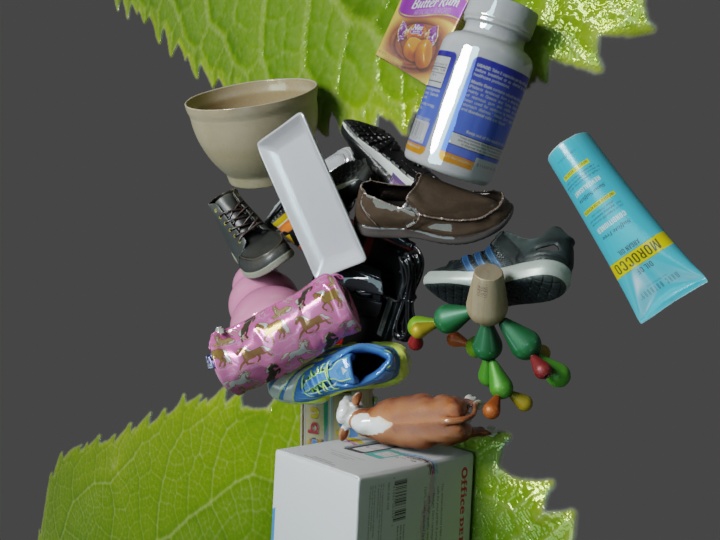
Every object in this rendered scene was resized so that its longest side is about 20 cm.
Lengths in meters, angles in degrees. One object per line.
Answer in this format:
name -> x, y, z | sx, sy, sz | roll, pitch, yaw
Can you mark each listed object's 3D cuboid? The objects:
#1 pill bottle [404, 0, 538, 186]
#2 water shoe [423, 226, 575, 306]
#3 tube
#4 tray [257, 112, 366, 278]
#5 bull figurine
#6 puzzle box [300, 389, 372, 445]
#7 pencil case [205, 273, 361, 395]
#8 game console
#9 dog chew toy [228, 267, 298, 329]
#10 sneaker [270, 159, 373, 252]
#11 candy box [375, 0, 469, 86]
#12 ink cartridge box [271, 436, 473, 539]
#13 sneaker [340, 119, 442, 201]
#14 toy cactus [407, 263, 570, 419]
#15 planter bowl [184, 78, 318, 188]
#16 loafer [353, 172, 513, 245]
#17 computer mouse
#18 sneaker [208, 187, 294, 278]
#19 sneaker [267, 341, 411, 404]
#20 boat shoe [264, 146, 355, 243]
pill bottle -> 0.134, -0.211, 0.805 | 0.112, 0.112, 0.201 | 31, 107, 41
water shoe -> 0.163, -0.002, 0.803 | 0.200, 0.071, 0.079 | -5, 53, 47
tube -> 0.267, -0.051, 0.711 | 0.077, 0.050, 0.201 | -46, 62, 40
tray -> -0.060, -0.093, 0.883 | 0.107, 0.022, 0.201 | -21, 94, 48
bull figurine -> 0.065, 0.180, 0.831 | 0.200, 0.121, 0.065 | -6, 82, 44
puzzle box -> -0.037, 0.264, 0.992 | 0.133, 0.025, 0.201 | -5, 83, 45
pencil case -> -0.096, 0.079, 0.874 | 0.199, 0.087, 0.083 | -27, 43, 2
game console -> -0.007, 0.039, 0.983 | 0.177, 0.031, 0.201 | 27, 105, 40
dog chew toy -> -0.140, 0.056, 1.013 | 0.125, 0.124, 0.200 | -61, 33, 21
sneaker -> -0.036, -0.081, 0.951 | 0.200, 0.070, 0.090 | -23, 114, 45
candy box -> 0.111, -0.344, 0.880 | 0.117, 0.056, 0.201 | 43, 114, 39
ink cartridge box -> 0.017, 0.286, 0.814 | 0.146, 0.199, 0.147 | 1, 87, 46
sneaker -> 0.023, -0.130, 0.938 | 0.200, 0.076, 0.088 | 50, 126, 35
toy cactus -> 0.133, 0.071, 0.767 | 0.200, 0.102, 0.166 | 25, 136, 36
planter bowl -> -0.155, -0.207, 1.055 | 0.200, 0.200, 0.135 | 21, 128, 44
loafer -> 0.082, -0.078, 0.823 | 0.199, 0.073, 0.071 | -1, 127, 17
computer mouse -> 0.000, 0.000, 0.908 | 0.200, 0.046, 0.141 | 30, 120, 41
sneaker -> -0.169, -0.057, 1.001 | 0.200, 0.075, 0.107 | 20, 141, 61
sneaker -> -0.038, 0.125, 0.886 | 0.199, 0.105, 0.076 | -15, 74, 9
boat shoe -> -0.077, -0.114, 1.034 | 0.200, 0.068, 0.072 | -37, 62, 37
